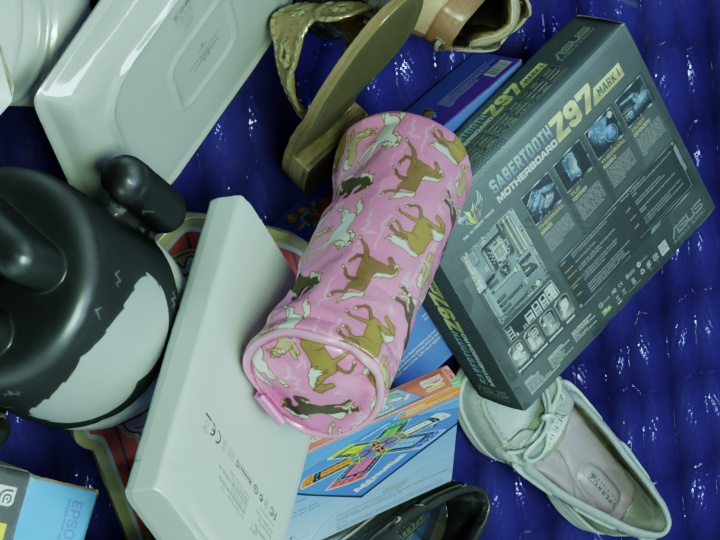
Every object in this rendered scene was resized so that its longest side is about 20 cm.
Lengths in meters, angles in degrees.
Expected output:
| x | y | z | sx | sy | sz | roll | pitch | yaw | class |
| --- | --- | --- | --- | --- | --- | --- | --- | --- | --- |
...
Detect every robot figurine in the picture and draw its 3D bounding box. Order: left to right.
| x | y | z | sx | sy | sz | roll | pitch | yaw | class |
| --- | --- | --- | --- | --- | --- | --- | --- | --- | --- |
| -0.166 | 0.018 | 1.343 | 0.200 | 0.150 | 0.125 | 36 | 43 | -66 | robot figurine |

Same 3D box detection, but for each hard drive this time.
| x | y | z | sx | sy | sz | roll | pitch | yaw | class |
| --- | --- | --- | --- | --- | --- | --- | --- | --- | --- |
| -0.067 | 0.077 | 1.378 | 0.132 | 0.027 | 0.200 | 59 | 34 | -41 | hard drive |

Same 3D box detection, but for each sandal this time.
| x | y | z | sx | sy | sz | roll | pitch | yaw | class |
| --- | --- | --- | --- | --- | --- | --- | --- | --- | --- |
| -0.027 | -0.118 | 1.446 | 0.070 | 0.212 | 0.078 | 44 | 66 | 9 | sandal |

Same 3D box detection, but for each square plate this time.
| x | y | z | sx | sy | sz | roll | pitch | yaw | class |
| --- | --- | --- | --- | --- | --- | --- | --- | --- | --- |
| -0.097 | -0.123 | 1.387 | 0.200 | 0.028 | 0.198 | -56 | 165 | -16 | square plate |

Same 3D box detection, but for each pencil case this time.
| x | y | z | sx | sy | sz | roll | pitch | yaw | class |
| --- | --- | --- | --- | --- | --- | --- | --- | --- | --- |
| 0.000 | 0.000 | 1.405 | 0.087 | 0.083 | 0.200 | 105 | 5 | -45 | pencil case |

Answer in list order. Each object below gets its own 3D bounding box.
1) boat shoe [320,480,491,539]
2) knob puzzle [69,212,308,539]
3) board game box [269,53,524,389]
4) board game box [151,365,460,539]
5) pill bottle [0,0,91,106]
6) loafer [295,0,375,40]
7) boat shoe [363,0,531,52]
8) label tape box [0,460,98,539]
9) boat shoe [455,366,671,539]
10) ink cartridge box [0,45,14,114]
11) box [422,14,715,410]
| x | y | z | sx | sy | sz | roll | pitch | yaw | class |
| --- | --- | --- | --- | --- | --- | --- | --- | --- | --- |
| 0.019 | 0.188 | 1.562 | 0.200 | 0.066 | 0.070 | -36 | 112 | -50 | boat shoe |
| -0.077 | 0.059 | 1.483 | 0.219 | 0.030 | 0.220 | -9 | 112 | -23 | knob puzzle |
| 0.044 | -0.024 | 1.585 | 0.200 | 0.045 | 0.135 | -41 | 123 | -25 | board game box |
| -0.032 | 0.130 | 1.516 | 0.200 | 0.019 | 0.103 | -23 | 146 | -19 | board game box |
| -0.241 | -0.129 | 1.283 | 0.200 | 0.111 | 0.111 | 1 | 100 | -40 | pill bottle |
| 0.026 | -0.227 | 1.505 | 0.073 | 0.072 | 0.200 | 30 | 81 | -41 | loafer |
| 0.063 | -0.159 | 1.505 | 0.076 | 0.072 | 0.200 | -54 | 168 | 19 | boat shoe |
| -0.258 | 0.159 | 1.354 | 0.200 | 0.063 | 0.145 | 17 | 90 | -33 | label tape box |
| 0.135 | 0.115 | 1.679 | 0.074 | 0.065 | 0.202 | -54 | 128 | -16 | boat shoe |
| -0.297 | -0.047 | 1.215 | 0.200 | 0.198 | 0.043 | -4 | 63 | -40 | ink cartridge box |
| 0.118 | -0.037 | 1.580 | 0.200 | 0.051 | 0.158 | -46 | 126 | -21 | box |
